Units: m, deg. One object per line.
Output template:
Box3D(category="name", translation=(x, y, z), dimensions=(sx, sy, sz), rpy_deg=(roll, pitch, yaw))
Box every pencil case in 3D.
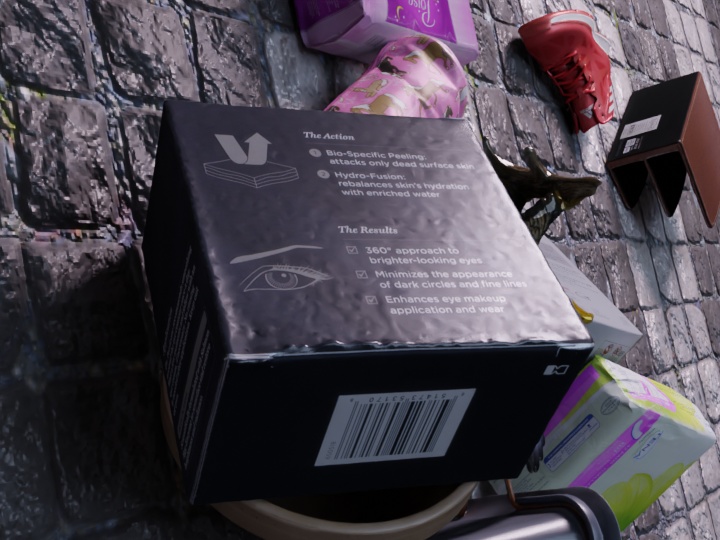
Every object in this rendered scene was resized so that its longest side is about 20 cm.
Box3D(category="pencil case", translation=(0.010, -0.104, 0.810), dimensions=(0.200, 0.082, 0.087), rpy_deg=(-49, 144, -42))

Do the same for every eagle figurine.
Box3D(category="eagle figurine", translation=(0.092, 0.020, 0.727), dimensions=(0.201, 0.150, 0.152), rpy_deg=(-63, 161, -7))

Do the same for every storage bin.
Box3D(category="storage bin", translation=(0.051, 0.202, 0.667), dimensions=(0.133, 0.199, 0.147), rpy_deg=(2, 75, -35))

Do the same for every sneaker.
Box3D(category="sneaker", translation=(0.254, -0.227, 1.233), dimensions=(0.199, 0.078, 0.117), rpy_deg=(1, 74, -53))

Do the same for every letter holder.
Box3D(category="letter holder", translation=(0.416, -0.148, 1.411), dimensions=(0.143, 0.100, 0.200), rpy_deg=(60, 37, -23))

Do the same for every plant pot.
Box3D(category="plant pot", translation=(-0.026, 0.102, 0.650), dimensions=(0.199, 0.093, 0.202), rpy_deg=(10, 40, -8))

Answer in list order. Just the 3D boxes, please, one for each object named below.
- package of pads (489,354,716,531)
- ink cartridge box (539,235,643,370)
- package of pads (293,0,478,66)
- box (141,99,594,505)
Box3D(category="package of pads", translation=(0.223, 0.163, 0.958), dimensions=(0.199, 0.155, 0.068), rpy_deg=(25, 22, -49))
Box3D(category="ink cartridge box", translation=(0.124, 0.014, 0.915), dimensions=(0.199, 0.084, 0.176), rpy_deg=(17, 28, -51))
Box3D(category="package of pads", translation=(0.022, -0.239, 0.908), dimensions=(0.199, 0.075, 0.122), rpy_deg=(-2, 77, -55))
Box3D(category="box", translation=(-0.009, 0.011, 0.595), dimensions=(0.195, 0.118, 0.201), rpy_deg=(1, 43, -22))
